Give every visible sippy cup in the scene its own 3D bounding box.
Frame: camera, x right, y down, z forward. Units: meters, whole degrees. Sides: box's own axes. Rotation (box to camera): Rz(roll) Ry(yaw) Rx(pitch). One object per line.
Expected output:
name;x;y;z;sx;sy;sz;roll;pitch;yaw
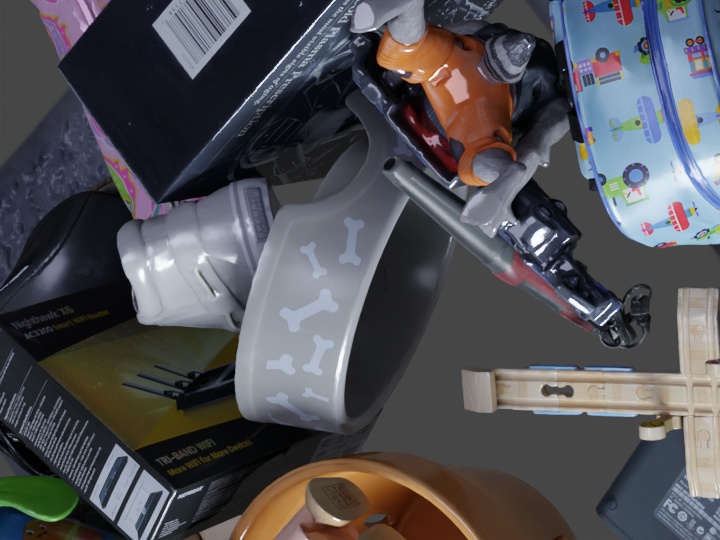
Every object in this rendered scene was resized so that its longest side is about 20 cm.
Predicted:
sippy cup;-0.184;0.214;1.648;0.130;0.178;0.140;9;74;21

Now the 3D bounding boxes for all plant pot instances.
plant pot;0.037;0.192;1.484;0.200;0.140;0.200;5;100;32

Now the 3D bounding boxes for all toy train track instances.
toy train track;0.141;0.068;1.414;0.200;0.033;0.115;0;100;31

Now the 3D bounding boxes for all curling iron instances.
curling iron;0.086;-0.012;1.410;0.050;0.200;0.026;-30;40;38

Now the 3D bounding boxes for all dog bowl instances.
dog bowl;0.000;0.000;1.452;0.059;0.200;0.200;20;109;15

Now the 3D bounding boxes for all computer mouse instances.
computer mouse;-0.177;0.053;1.628;0.140;0.046;0.200;37;112;-22

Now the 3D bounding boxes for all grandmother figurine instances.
grandmother figurine;-0.058;0.200;1.432;0.121;0.061;0.200;51;118;27

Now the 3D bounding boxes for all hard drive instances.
hard drive;0.230;0.097;1.405;0.140;0.033;0.200;42;118;21

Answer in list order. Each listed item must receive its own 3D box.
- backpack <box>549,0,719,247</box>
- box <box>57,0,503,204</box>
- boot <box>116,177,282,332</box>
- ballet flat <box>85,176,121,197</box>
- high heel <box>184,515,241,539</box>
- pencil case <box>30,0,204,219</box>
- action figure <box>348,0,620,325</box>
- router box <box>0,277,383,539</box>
backpack;0.182;-0.102;1.301;0.134;0.200;0.183;-11;88;31
box;-0.030;-0.145;1.450;0.200;0.182;0.104;-46;72;31
boot;-0.083;0.002;1.495;0.095;0.200;0.074;-13;69;3
ballet flat;-0.185;0.015;1.660;0.067;0.046;0.200;22;117;-18
high heel;-0.110;0.171;1.576;0.071;0.143;0.200;-12;91;34
pencil case;-0.126;-0.101;1.578;0.087;0.087;0.200;-30;80;33
action figure;0.079;-0.070;1.320;0.105;0.193;0.200;-44;85;14
router box;-0.106;0.073;1.524;0.157;0.200;0.052;39;120;22
